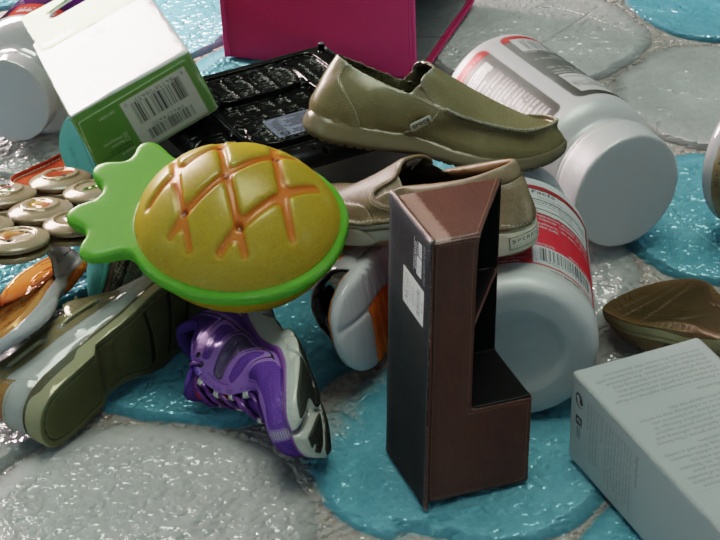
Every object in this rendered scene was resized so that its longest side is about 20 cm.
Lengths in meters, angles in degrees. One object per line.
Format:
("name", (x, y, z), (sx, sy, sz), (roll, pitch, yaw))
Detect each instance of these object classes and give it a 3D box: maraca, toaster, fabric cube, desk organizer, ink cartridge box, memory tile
("maraca", (-0.105, -0.035, 1.365), (0.199, 0.107, 0.138), (12, 48, 17))
("toaster", (-0.069, -0.083, 1.564), (0.199, 0.119, 0.181), (-17, 34, -24))
("fabric cube", (-0.010, -0.318, 1.874), (0.198, 0.197, 0.200), (8, 33, 19))
("desk organizer", (0.065, 0.046, 1.268), (0.076, 0.201, 0.072), (-10, 32, -18))
("ink cartridge box", (-0.194, -0.164, 1.555), (0.103, 0.059, 0.200), (-30, 35, -4))
("memory tile", (-0.255, -0.037, 1.431), (0.199, 0.017, 0.153), (-19, 25, -35))

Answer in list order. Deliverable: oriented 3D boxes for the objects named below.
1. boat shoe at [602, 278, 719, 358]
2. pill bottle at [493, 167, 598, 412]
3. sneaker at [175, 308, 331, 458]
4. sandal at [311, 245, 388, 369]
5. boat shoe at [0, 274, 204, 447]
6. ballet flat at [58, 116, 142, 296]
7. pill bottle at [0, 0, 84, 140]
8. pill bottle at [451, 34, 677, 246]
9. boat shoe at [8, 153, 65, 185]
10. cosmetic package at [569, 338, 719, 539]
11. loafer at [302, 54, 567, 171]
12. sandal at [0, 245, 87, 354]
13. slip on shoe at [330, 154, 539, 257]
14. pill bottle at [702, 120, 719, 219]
("boat shoe", (0.239, 0.054, 1.378), (0.071, 0.065, 0.200), (-25, 20, -20))
("pill bottle", (0.112, 0.004, 1.418), (0.111, 0.113, 0.200), (0, 31, 3))
("sneaker", (-0.077, 0.080, 1.360), (0.083, 0.081, 0.200), (-24, 26, -10))
("sandal", (0.001, 0.007, 1.448), (0.059, 0.080, 0.207), (3, 25, 18))
("boat shoe", (-0.187, 0.046, 1.400), (0.068, 0.075, 0.200), (22, 38, 27))
("ballet flat", (-0.187, -0.050, 1.550), (0.075, 0.068, 0.201), (8, 43, -28))
("pill bottle", (-0.274, -0.197, 1.767), (0.112, 0.113, 0.200), (7, 32, 15))
("pill bottle", (0.161, -0.105, 1.592), (0.113, 0.115, 0.200), (-16, 34, -22))
("boat shoe", (-0.211, -0.100, 1.654), (0.199, 0.063, 0.071), (-22, 38, -27))
("cosmetic package", (0.222, 0.131, 1.242), (0.101, 0.072, 0.200), (-13, 33, -19))
("loafer", (0.058, -0.117, 1.452), (0.198, 0.068, 0.076), (6, 16, -7))
("sandal", (-0.249, 0.006, 1.422), (0.079, 0.059, 0.207), (-32, 12, 5))
("slip on shoe", (0.036, -0.052, 1.370), (0.199, 0.061, 0.076), (10, 28, 44))
("pill bottle", (0.371, -0.060, 1.505), (0.115, 0.116, 0.199), (-26, 39, -35))
